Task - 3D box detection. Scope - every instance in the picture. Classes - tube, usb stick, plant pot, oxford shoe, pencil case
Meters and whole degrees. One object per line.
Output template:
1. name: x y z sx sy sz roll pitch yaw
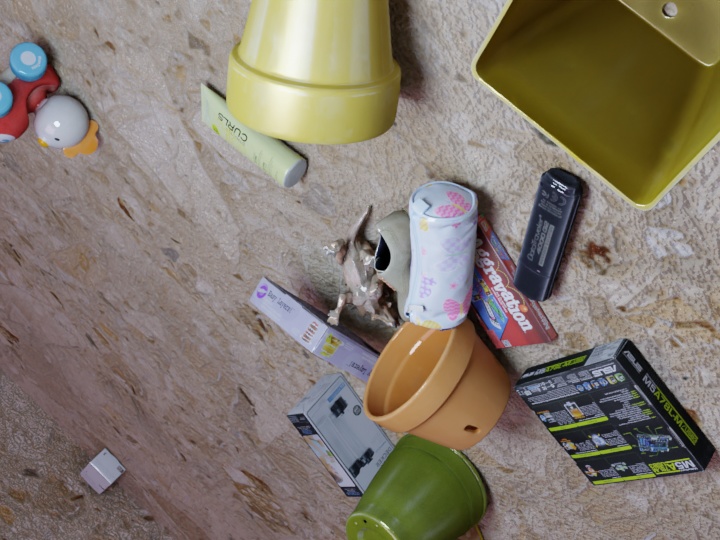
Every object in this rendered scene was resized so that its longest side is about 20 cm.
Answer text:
1. tube: -0.168 -0.196 1.322 0.200 0.052 0.058 39 106 18
2. usb stick: 0.224 -0.038 1.078 0.055 0.033 0.200 36 146 26
3. plant pot: 0.081 0.414 1.526 0.200 0.193 0.201 23 129 31
4. plant pot: 0.118 0.163 1.276 0.140 0.201 0.200 37 149 -17
5. oxford shoe: 0.052 -0.002 1.245 0.071 0.074 0.201 -126 23 -48
6. plant pot: -0.048 -0.267 1.003 0.200 0.201 0.190 25 125 28
7. plant pot: 0.247 -0.211 0.743 0.200 0.176 0.200 41 145 7
8. pencil case: 0.101 -0.017 1.147 0.083 0.090 0.201 -111 16 -46

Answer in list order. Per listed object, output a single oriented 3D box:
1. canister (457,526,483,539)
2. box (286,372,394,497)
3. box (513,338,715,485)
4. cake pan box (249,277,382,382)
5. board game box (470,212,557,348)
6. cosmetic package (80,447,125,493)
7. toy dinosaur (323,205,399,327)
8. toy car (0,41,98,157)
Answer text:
1. canister: 0.145 0.556 1.632 0.086 0.200 0.149 8 132 42
2. box: -0.029 0.300 1.630 0.060 0.117 0.200 -17 111 50
3. box: 0.333 0.196 1.195 0.193 0.048 0.200 48 145 -8
4. cake pan box: -0.059 0.097 1.395 0.200 0.052 0.184 34 177 45
5. board game box: 0.174 0.018 1.202 0.103 0.019 0.200 -15 114 51
6. cosmetic package: -0.839 0.653 2.903 0.102 0.074 0.200 46 147 -1
7. toy dinosaur: 0.000 0.000 1.323 0.085 0.136 0.201 -4 102 12
8. toy car: -0.562 -0.265 1.579 0.200 0.177 0.184 39 158 -13
